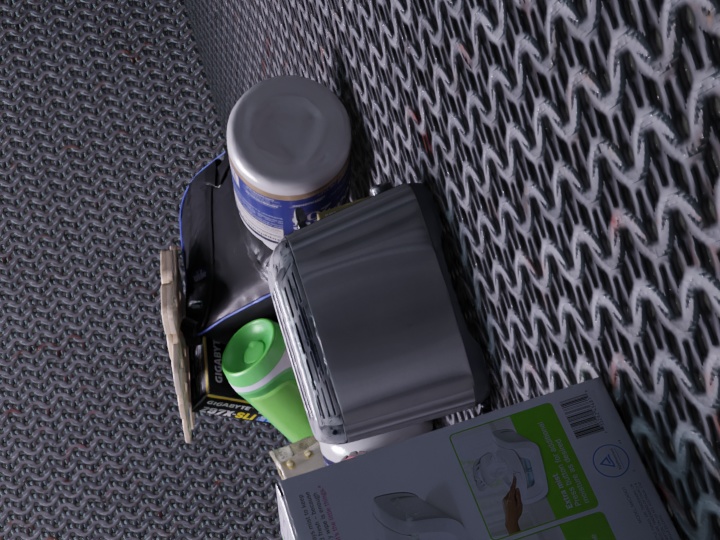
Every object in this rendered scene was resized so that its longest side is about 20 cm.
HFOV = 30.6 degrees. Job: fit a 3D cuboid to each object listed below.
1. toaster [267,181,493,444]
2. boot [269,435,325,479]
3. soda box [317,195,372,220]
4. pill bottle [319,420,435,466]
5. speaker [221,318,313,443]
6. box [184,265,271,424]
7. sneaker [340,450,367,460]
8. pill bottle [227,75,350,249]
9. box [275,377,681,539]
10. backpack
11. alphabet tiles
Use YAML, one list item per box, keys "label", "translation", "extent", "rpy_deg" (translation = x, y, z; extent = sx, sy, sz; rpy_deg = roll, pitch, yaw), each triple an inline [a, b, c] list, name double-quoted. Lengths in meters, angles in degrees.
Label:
- label: "toaster"
  translation: [0.011, 0.043, 0.951]
  extent: [0.114, 0.128, 0.203]
  rpy_deg: [133, 120, -82]
- label: "boot"
  translation: [-0.021, 0.156, 1.336]
  extent: [0.072, 0.153, 0.203]
  rpy_deg: [-168, 60, -81]
- label: "soda box"
  translation: [0.000, 0.000, 1.172]
  extent: [0.200, 0.067, 0.065]
  rpy_deg: [96, 155, -72]
- label: "pill bottle"
  translation: [0.023, 0.182, 1.241]
  extent: [0.111, 0.110, 0.202]
  rpy_deg: [-126, 20, -68]
- label: "speaker"
  translation: [-0.060, 0.139, 1.405]
  extent: [0.200, 0.088, 0.089]
  rpy_deg: [48, -172, -34]
- label: "box"
  translation: [-0.119, 0.077, 1.516]
  extent: [0.049, 0.158, 0.202]
  rpy_deg: [-44, 42, 43]
- label: "sneaker"
  translation: [0.011, 0.205, 1.124]
  extent: [0.199, 0.087, 0.074]
  rpy_deg: [-18, 105, 48]
- label: "pill bottle"
  translation: [-0.064, -0.088, 1.233]
  extent: [0.200, 0.110, 0.112]
  rpy_deg: [94, 158, -70]
- label: "box"
  translation: [0.071, 0.177, 0.620]
  extent: [0.097, 0.174, 0.202]
  rpy_deg: [84, 166, -54]
- label: "backpack"
  translation: [-0.107, -0.029, 1.447]
  extent: [0.146, 0.182, 0.202]
  rpy_deg: [24, -135, -50]
- label: "alphabet tiles"
  translation: [-0.200, 0.078, 1.437]
  extent: [0.202, 0.014, 0.197]
  rpy_deg: [88, 176, -46]
